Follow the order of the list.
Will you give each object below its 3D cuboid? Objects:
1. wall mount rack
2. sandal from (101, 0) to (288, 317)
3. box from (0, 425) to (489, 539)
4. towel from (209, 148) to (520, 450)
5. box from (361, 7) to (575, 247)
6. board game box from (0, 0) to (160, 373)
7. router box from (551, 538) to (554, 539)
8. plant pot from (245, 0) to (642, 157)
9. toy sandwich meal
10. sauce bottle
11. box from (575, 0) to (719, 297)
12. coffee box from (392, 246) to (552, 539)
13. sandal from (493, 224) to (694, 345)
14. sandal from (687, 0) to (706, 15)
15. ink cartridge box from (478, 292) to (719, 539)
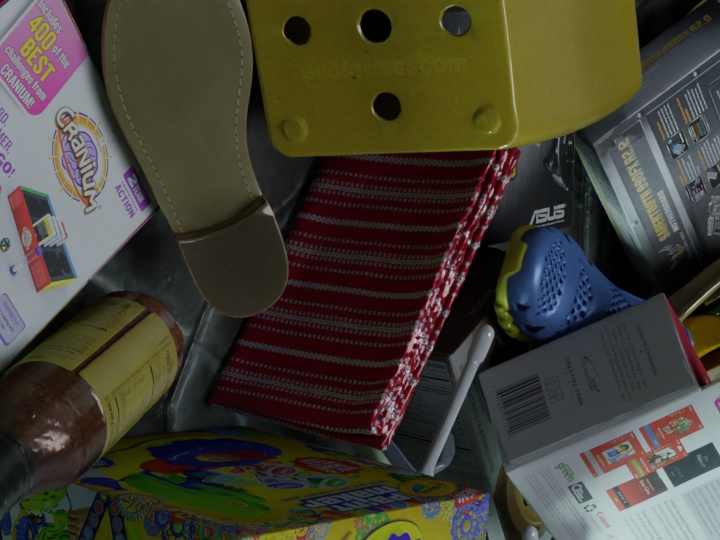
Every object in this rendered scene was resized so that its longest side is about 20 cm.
[{"bbox_3d":[0.040,0.089,1.037,0.074,0.200,0.174,-26,124,-12],"label":"wall mount rack"},{"bbox_3d":[-0.091,-0.080,0.921,0.077,0.070,0.213,-19,116,-10],"label":"sandal"},{"bbox_3d":[-0.069,0.166,0.927,0.200,0.192,0.123,0,99,-52],"label":"box"},{"bbox_3d":[0.000,0.000,1.015,0.022,0.144,0.201,40,68,-42],"label":"towel"},{"bbox_3d":[0.073,-0.096,1.164,0.200,0.048,0.159,-12,108,-50],"label":"box"},{"bbox_3d":[-0.196,-0.030,0.846,0.200,0.040,0.153,-49,133,-33],"label":"board game box"},{"bbox_3d":[0.151,0.274,1.341,0.150,0.051,0.200,-61,138,-25],"label":"router box"},{"bbox_3d":[0.032,-0.155,0.936,0.176,0.199,0.201,-55,140,-59],"label":"plant pot"},{"bbox_3d":[0.259,0.069,1.356,0.205,0.070,0.205,-39,164,-14],"label":"toy sandwich meal"},{"bbox_3d":[-0.152,0.070,0.858,0.200,0.066,0.066,-44,132,-62],"label":"sauce bottle"},{"bbox_3d":[0.252,-0.092,1.313,0.158,0.048,0.200,-36,136,-1],"label":"box"},{"bbox_3d":[0.082,0.095,1.192,0.113,0.080,0.201,-45,130,-37],"label":"coffee box"},{"bbox_3d":[0.157,0.029,1.142,0.200,0.087,0.080,34,70,-50],"label":"sandal"},{"bbox_3d":[0.292,-0.177,1.377,0.212,0.069,0.078,-45,164,-41],"label":"sandal"},{"bbox_3d":[0.198,0.116,1.129,0.200,0.175,0.084,54,16,-44],"label":"ink cartridge box"}]
